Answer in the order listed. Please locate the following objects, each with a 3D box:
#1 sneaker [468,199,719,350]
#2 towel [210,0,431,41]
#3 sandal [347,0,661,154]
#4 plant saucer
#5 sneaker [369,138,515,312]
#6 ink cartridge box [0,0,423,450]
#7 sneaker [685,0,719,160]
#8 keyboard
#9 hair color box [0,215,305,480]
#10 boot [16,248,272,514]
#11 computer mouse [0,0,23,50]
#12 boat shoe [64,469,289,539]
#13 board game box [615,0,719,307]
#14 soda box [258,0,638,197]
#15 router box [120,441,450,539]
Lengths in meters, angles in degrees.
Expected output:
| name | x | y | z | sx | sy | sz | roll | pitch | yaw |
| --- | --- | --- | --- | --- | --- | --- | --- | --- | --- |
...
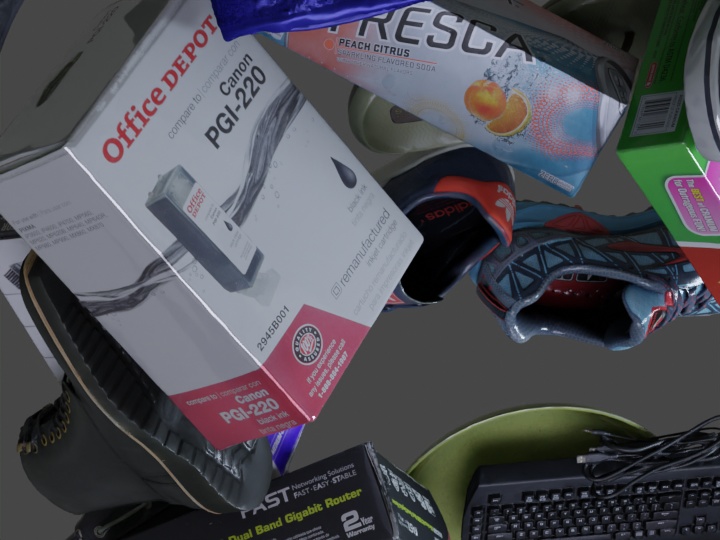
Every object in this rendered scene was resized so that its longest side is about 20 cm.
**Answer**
| name | x | y | z | sx | sy | sz | roll | pitch | yaw |
| --- | --- | --- | --- | --- | --- | --- | --- | --- | --- |
| sneaker | 0.162 | 0.015 | 1.566 | 0.199 | 0.096 | 0.079 | -2 | 128 | -8 |
| towel | -0.021 | -0.220 | 1.338 | 0.147 | 0.050 | 0.200 | -14 | 100 | 0 |
| sandal | 0.094 | -0.098 | 1.492 | 0.201 | 0.057 | 0.080 | -19 | 128 | 1 |
| plant saucer | 0.106 | 0.153 | 1.702 | 0.199 | 0.031 | 0.200 | -4 | 127 | -5 |
| sneaker | 0.000 | 0.000 | 1.535 | 0.200 | 0.085 | 0.075 | -34 | 125 | 16 |
| ink cartridge box | -0.079 | -0.031 | 1.407 | 0.085 | 0.146 | 0.200 | -19 | 120 | 46 |
| sneaker | 0.231 | -0.124 | 1.390 | 0.079 | 0.200 | 0.079 | -2 | 122 | 33 |
| keyboard | 0.162 | 0.142 | 1.660 | 0.200 | 0.040 | 0.104 | -5 | 128 | -7 |
| hair color box | -0.119 | 0.031 | 1.528 | 0.109 | 0.065 | 0.200 | -5 | 132 | 27 |
| boot | -0.157 | 0.069 | 1.486 | 0.138 | 0.078 | 0.200 | -10 | 128 | 35 |
| computer mouse | -0.204 | -0.145 | 1.353 | 0.053 | 0.200 | 0.139 | -2 | 138 | 39 |
| boat shoe | -0.135 | 0.151 | 1.658 | 0.200 | 0.073 | 0.063 | -23 | 84 | 15 |
| board game box | 0.213 | -0.061 | 1.474 | 0.040 | 0.153 | 0.200 | -6 | 140 | 34 |
| soda box | 0.042 | -0.119 | 1.422 | 0.200 | 0.068 | 0.064 | 27 | 119 | -2 |
| router box | -0.056 | 0.175 | 1.590 | 0.200 | 0.062 | 0.150 | -23 | 159 | 9 |
